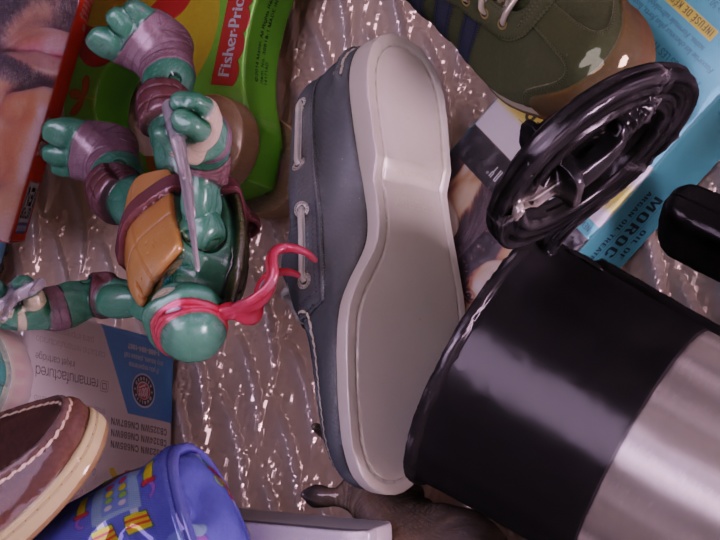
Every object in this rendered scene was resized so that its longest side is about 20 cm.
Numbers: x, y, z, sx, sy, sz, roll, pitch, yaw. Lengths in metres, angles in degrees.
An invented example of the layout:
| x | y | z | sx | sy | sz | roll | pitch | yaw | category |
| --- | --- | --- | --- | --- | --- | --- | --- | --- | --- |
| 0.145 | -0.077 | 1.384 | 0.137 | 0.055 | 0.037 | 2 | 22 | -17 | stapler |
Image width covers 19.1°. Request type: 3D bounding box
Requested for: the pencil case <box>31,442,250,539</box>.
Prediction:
| x | y | z | sx | sy | sz | roll | pitch | yaw | category |
| --- | --- | --- | --- | --- | --- | --- | --- | --- | --- |
| -0.132 | 0.150 | 0.865 | 0.199 | 0.078 | 0.087 | -31 | 84 | 11 | pencil case |

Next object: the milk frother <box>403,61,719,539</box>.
| x | y | z | sx | sy | sz | roll | pitch | yaw | category |
| --- | --- | --- | --- | --- | --- | --- | --- | --- | --- |
| 0.130 | 0.042 | 0.803 | 0.187 | 0.200 | 0.181 | 29 | 84 | 17 | milk frother |

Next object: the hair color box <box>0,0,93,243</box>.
| x | y | z | sx | sy | sz | roll | pitch | yaw | category |
| --- | --- | --- | --- | --- | --- | --- | --- | --- | --- |
| -0.188 | -0.124 | 1.022 | 0.110 | 0.064 | 0.201 | 16 | 91 | -3 | hair color box |

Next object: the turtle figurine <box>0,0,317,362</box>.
| x | y | z | sx | sy | sz | roll | pitch | yaw | category |
| --- | --- | --- | --- | --- | --- | --- | --- | --- | --- |
| -0.094 | -0.020 | 0.915 | 0.150 | 0.100 | 0.201 | -42 | 35 | 19 | turtle figurine |

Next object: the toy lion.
| x | y | z | sx | sy | sz | roll | pitch | yaw | category |
| --- | --- | --- | --- | --- | --- | --- | --- | --- | --- |
| -0.099 | -0.135 | 1.060 | 0.191 | 0.068 | 0.202 | 7 | 83 | 36 | toy lion |

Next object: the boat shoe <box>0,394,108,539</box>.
| x | y | z | sx | sy | sz | roll | pitch | yaw | category |
| --- | --- | --- | --- | --- | --- | --- | --- | --- | --- |
| -0.196 | 0.093 | 0.859 | 0.199 | 0.072 | 0.072 | -26 | 26 | 19 | boat shoe |

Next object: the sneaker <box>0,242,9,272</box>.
| x | y | z | sx | sy | sz | roll | pitch | yaw | category |
| --- | --- | --- | --- | --- | --- | --- | --- | --- | --- |
| -0.239 | -0.066 | 1.094 | 0.079 | 0.095 | 0.202 | -15 | 72 | 29 | sneaker |

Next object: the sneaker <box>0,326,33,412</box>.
| x | y | z | sx | sy | sz | roll | pitch | yaw | category |
| --- | --- | --- | --- | --- | --- | --- | --- | --- | --- |
| -0.245 | 0.053 | 0.934 | 0.199 | 0.080 | 0.072 | -13 | 73 | 25 | sneaker |

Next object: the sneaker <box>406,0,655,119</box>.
| x | y | z | sx | sy | sz | roll | pitch | yaw | category |
| --- | --- | --- | --- | --- | --- | --- | --- | --- | --- |
| 0.043 | -0.133 | 0.921 | 0.067 | 0.090 | 0.200 | -50 | 37 | 7 | sneaker |

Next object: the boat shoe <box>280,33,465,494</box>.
| x | y | z | sx | sy | sz | roll | pitch | yaw | category |
| --- | --- | --- | --- | --- | --- | --- | --- | --- | --- |
| 0.000 | 0.000 | 0.917 | 0.062 | 0.073 | 0.202 | -15 | 67 | 41 | boat shoe |

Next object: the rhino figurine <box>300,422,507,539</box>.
| x | y | z | sx | sy | sz | roll | pitch | yaw | category |
| --- | --- | --- | --- | --- | --- | --- | --- | --- | --- |
| 0.041 | 0.132 | 0.908 | 0.060 | 0.087 | 0.200 | -48 | 62 | 11 | rhino figurine |

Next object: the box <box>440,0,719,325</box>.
| x | y | z | sx | sy | sz | roll | pitch | yaw | category |
| --- | --- | --- | --- | --- | --- | --- | --- | --- | --- |
| 0.094 | -0.047 | 0.939 | 0.200 | 0.049 | 0.082 | -49 | 62 | 11 | box |

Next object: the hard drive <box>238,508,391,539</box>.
| x | y | z | sx | sy | sz | roll | pitch | yaw | category |
| --- | --- | --- | --- | --- | --- | --- | --- | --- | --- |
| -0.044 | 0.203 | 0.906 | 0.131 | 0.027 | 0.202 | 1 | 94 | 32 | hard drive |

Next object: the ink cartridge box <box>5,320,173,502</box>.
| x | y | z | sx | sy | sz | roll | pitch | yaw | category |
| --- | --- | --- | --- | --- | --- | --- | --- | --- | --- |
| -0.172 | 0.128 | 1.001 | 0.124 | 0.128 | 0.202 | -6 | 78 | 26 | ink cartridge box |
